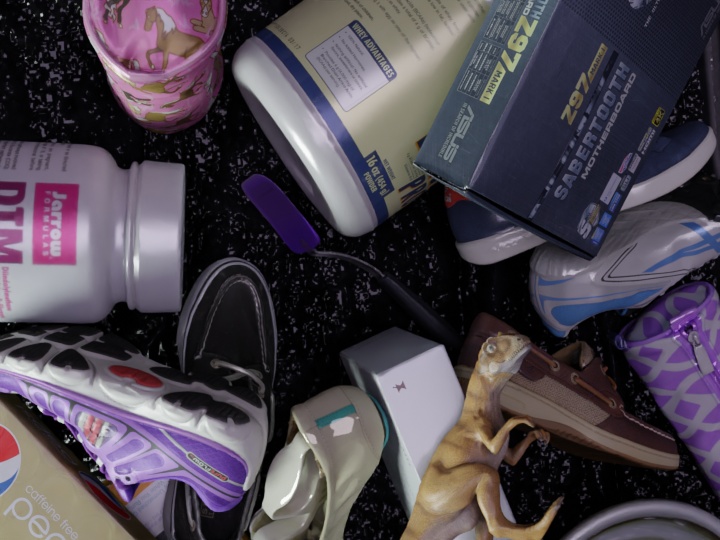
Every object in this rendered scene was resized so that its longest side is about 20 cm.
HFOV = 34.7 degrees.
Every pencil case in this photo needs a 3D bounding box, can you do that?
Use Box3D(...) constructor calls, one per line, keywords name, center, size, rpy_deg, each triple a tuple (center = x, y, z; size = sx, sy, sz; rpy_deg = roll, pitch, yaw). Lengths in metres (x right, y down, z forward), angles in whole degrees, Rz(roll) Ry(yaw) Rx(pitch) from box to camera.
Box3D(name="pencil case", center=(-0.120, -0.139, 0.696), size=(0.082, 0.200, 0.087), rpy_deg=(-31, 94, -7))
Box3D(name="pencil case", center=(0.264, 0.102, 0.815), size=(0.084, 0.085, 0.201), rpy_deg=(-37, 97, -9))

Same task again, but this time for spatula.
Box3D(name="spatula", center=(0.000, 0.000, 0.798), size=(0.199, 0.056, 0.021), rpy_deg=(35, 70, -14))

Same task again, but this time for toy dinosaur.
Box3D(name="toy dinosaur", center=(0.054, 0.134, 0.659), size=(0.105, 0.060, 0.202), rpy_deg=(30, 80, 15))

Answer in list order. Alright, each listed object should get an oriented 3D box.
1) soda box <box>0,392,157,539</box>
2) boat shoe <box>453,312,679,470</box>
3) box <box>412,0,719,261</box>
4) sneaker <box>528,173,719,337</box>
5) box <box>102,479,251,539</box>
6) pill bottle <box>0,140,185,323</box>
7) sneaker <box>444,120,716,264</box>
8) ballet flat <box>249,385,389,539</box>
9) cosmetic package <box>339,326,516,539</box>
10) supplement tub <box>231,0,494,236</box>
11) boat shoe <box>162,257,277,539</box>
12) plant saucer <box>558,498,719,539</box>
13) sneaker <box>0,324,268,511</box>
Box3D(name="soda box", center=(-0.205, 0.147, 0.731), size=(0.200, 0.064, 0.068), rpy_deg=(42, 82, 13))
Box3D(name="boat shoe", center=(0.148, 0.084, 0.793), size=(0.198, 0.072, 0.073), rpy_deg=(23, 76, -24))
Box3D(name="box", center=(0.133, -0.120, 0.688), size=(0.157, 0.051, 0.202), rpy_deg=(22, 97, -48))
Box3D(name="sneaker", center=(0.208, -0.013, 0.820), size=(0.197, 0.072, 0.073), rpy_deg=(-20, 127, -13))
Box3D(name="box", center=(-0.119, 0.228, 0.791), size=(0.119, 0.041, 0.201), rpy_deg=(-39, 99, -5))
Box3D(name="pill bottle", center=(-0.211, -0.024, 0.731), size=(0.196, 0.113, 0.116), rpy_deg=(1, 92, -8))
Box3D(name="sneaker", center=(0.149, -0.078, 0.798), size=(0.197, 0.075, 0.086), rpy_deg=(-23, 99, -6))
Box3D(name="ballet flat", center=(-0.040, 0.150, 0.736), size=(0.068, 0.070, 0.202), rpy_deg=(12, 130, -8))
Box3D(name="cosmetic package", center=(0.055, 0.142, 0.755), size=(0.051, 0.151, 0.203), rpy_deg=(-23, 95, -6))
Box3D(name="supplement tub", center=(0.032, -0.133, 0.745), size=(0.199, 0.145, 0.146), rpy_deg=(-35, 96, -5))
Box3D(name="boat shoe", center=(-0.085, 0.087, 0.758), size=(0.070, 0.064, 0.204), rpy_deg=(10, 75, -22))
Box3D(name="plant saucer", center=(0.196, 0.259, 0.825), size=(0.197, 0.050, 0.204), rpy_deg=(-1, 94, -12))
Box3D(name="sneaker", center=(-0.154, 0.092, 0.696), size=(0.197, 0.081, 0.085), rpy_deg=(20, 104, 15))
